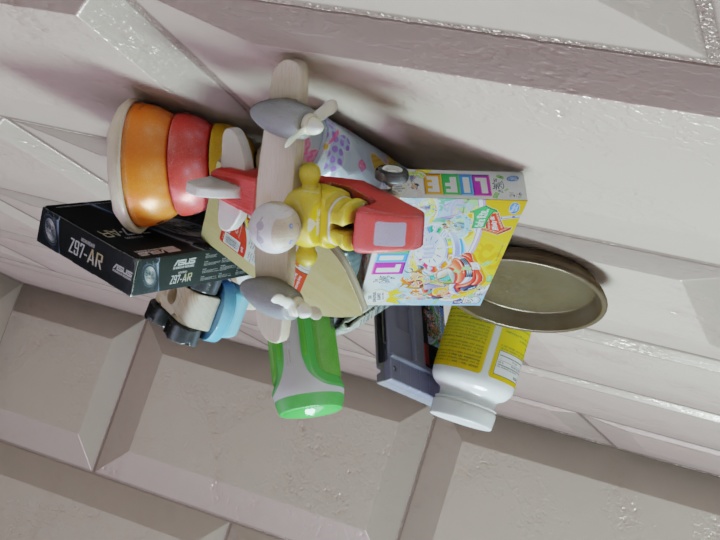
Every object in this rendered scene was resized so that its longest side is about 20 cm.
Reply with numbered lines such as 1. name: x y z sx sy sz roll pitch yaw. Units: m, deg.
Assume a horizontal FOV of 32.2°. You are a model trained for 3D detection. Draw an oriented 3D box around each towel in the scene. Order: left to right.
1. towel: 0.052 0.018 1.492 0.035 0.192 0.200 60 172 6

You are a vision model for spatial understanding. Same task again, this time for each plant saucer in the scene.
1. plant saucer: 0.200 0.022 1.509 0.200 0.030 0.200 10 155 5

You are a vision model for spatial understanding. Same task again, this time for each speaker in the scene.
1. speaker: -0.069 0.066 1.440 0.088 0.200 0.088 -7 164 -2

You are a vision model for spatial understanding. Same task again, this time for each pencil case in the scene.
1. pencil case: -0.005 -0.085 1.250 0.091 0.083 0.200 -20 147 34

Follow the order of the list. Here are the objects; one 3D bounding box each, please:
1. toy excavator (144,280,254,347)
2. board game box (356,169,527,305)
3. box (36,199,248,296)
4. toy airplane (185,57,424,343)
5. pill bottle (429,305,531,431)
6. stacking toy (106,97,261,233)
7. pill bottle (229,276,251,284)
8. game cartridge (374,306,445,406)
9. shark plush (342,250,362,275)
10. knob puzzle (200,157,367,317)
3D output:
1. toy excavator: -0.189 0.040 1.693 0.200 0.100 0.194 16 -169 -36
2. board game box: 0.075 -0.028 1.241 0.134 0.034 0.200 1 149 -9
3. box: -0.237 -0.033 1.413 0.160 0.044 0.200 27 -158 32
4. toy airplane: -0.067 -0.057 1.098 0.200 0.199 0.141 54 -152 -3
5. pill bottle: 0.160 0.104 1.646 0.112 0.200 0.112 18 170 3
6. stacking toy: -0.162 -0.113 1.338 0.200 0.146 0.146 0 167 8
7. pill bottle: -0.204 -0.066 1.596 0.200 0.111 0.111 25 172 13
8. game cartridge: 0.068 0.075 1.692 0.038 0.200 0.130 -25 145 37
9. shark plush: 0.000 0.000 1.416 0.083 0.091 0.200 -24 154 23
10. knob puzzle: -0.071 -0.023 1.296 0.219 0.030 0.220 30 151 18
